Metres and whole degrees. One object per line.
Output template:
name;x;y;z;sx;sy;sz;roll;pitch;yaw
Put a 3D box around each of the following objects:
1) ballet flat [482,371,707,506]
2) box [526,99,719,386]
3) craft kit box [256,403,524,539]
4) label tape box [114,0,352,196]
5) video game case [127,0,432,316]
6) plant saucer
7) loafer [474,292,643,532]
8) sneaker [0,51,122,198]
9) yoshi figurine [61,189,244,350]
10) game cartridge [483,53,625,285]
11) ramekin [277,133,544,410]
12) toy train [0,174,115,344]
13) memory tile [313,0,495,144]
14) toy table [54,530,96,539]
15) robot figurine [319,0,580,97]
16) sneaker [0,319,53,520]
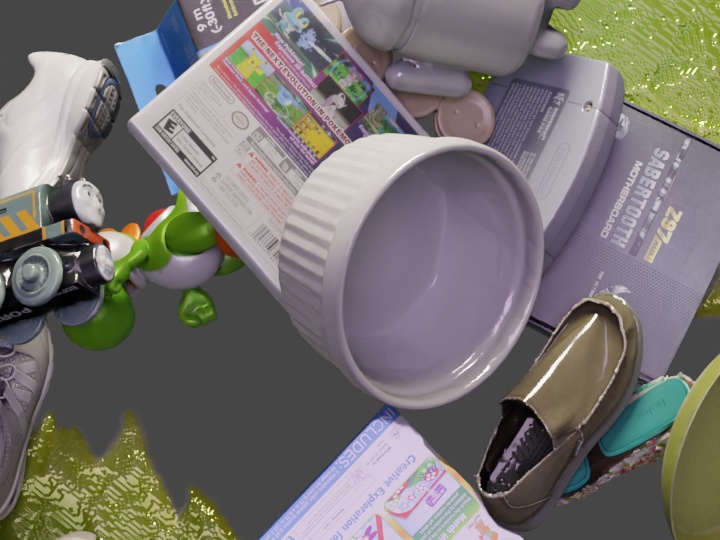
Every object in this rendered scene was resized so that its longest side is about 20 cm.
ballet flat;0.193;0.147;1.340;0.198;0.064;0.076;-24;52;22
box;0.215;-0.026;1.376;0.156;0.051;0.202;27;85;6
craft kit box;0.025;0.246;1.352;0.200;0.049;0.198;-45;80;-4
label tape box;-0.094;-0.168;1.405;0.198;0.066;0.145;-22;83;-3
video game case;-0.051;-0.095;1.308;0.182;0.023;0.200;-43;94;-19
plant saucer;0.293;0.131;1.300;0.031;0.200;0.201;26;82;43
loafer;0.152;0.107;1.297;0.075;0.070;0.202;25;87;34
sneaker;-0.272;-0.091;1.409;0.086;0.075;0.202;19;75;15
yoshi figurine;-0.166;0.010;1.361;0.198;0.112;0.113;-16;107;19
game cartridge;0.132;-0.082;1.361;0.133;0.040;0.202;20;82;49
ramekin;0.031;-0.007;1.252;0.105;0.200;0.202;22;81;48
toy train;-0.282;-0.003;1.312;0.198;0.085;0.115;-18;66;20
memory tile;-0.003;-0.118;1.352;0.199;0.017;0.154;32;78;-6
toy table;-0.280;0.267;1.308;0.116;0.201;0.185;14;49;-5
robot figurine;0.070;-0.219;1.321;0.198;0.113;0.172;11;103;-15
sneaker;-0.296;0.102;1.367;0.074;0.082;0.203;2;79;3
